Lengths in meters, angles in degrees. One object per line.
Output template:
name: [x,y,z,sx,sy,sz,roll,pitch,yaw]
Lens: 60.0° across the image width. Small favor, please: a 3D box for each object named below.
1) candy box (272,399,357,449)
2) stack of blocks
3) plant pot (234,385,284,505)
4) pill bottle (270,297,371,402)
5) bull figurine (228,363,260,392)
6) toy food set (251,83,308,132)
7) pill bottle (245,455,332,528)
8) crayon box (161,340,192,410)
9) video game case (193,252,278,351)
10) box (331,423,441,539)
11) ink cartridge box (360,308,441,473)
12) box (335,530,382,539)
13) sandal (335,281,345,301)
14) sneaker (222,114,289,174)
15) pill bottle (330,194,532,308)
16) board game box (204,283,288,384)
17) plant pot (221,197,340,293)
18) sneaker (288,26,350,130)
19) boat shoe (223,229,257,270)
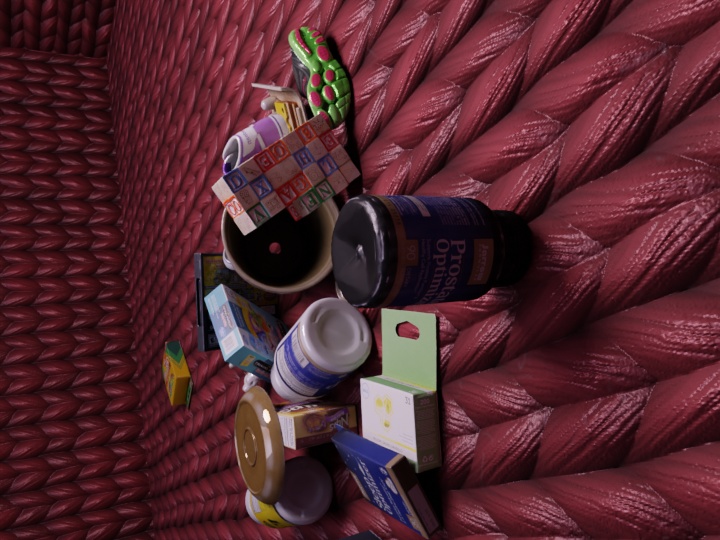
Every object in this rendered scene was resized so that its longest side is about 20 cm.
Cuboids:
candy box: [-0.102,0.260,1.077,0.199,0.116,0.057,-11,83,59]
stack of blocks: [-0.109,-0.136,0.949,0.116,0.200,0.058,55,151,-10]
plant pot: [-0.181,0.302,1.077,0.199,0.027,0.203,8,99,60]
pill bottle: [-0.074,0.140,1.015,0.200,0.119,0.121,-48,52,51]
bull figurine: [-0.259,0.176,1.396,0.121,0.065,0.202,-32,64,53]
toy food set: [-0.140,-0.232,1.117,0.143,0.060,0.202,31,139,56]
pill bottle: [-0.139,0.415,1.155,0.200,0.113,0.116,-41,57,54]
crayon box: [-0.594,0.341,2.016,0.200,0.050,0.128,54,136,44]
video game case: [-0.239,0.056,1.229,0.025,0.199,0.183,-2,90,37]
box: [0.024,0.294,0.891,0.199,0.032,0.122,1,121,62]
ink cartridge box: [0.052,0.159,0.869,0.145,0.047,0.203,0,95,61]
box: [-0.041,0.516,0.901,0.117,0.198,0.199,10,100,59]
sandal: [0.000,0.000,0.939,0.200,0.053,0.081,-40,58,55]
sneaker: [-0.182,-0.175,1.058,0.073,0.114,0.201,52,158,22]
pill bottle: [0.078,-0.022,0.654,0.112,0.198,0.113,8,100,60]
board game box: [-0.188,0.129,1.151,0.047,0.200,0.152,-38,50,10]
plant pot: [-0.142,-0.053,1.078,0.173,0.198,0.203,150,114,-74]
sneaker: [-0.066,-0.311,1.036,0.084,0.076,0.202,98,157,-64]
boat shoe: [-0.205,-0.094,1.191,0.069,0.201,0.067,20,149,17]
